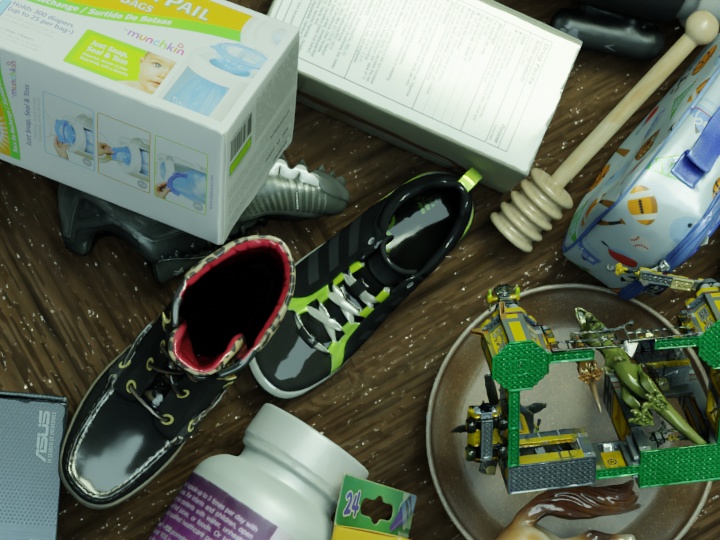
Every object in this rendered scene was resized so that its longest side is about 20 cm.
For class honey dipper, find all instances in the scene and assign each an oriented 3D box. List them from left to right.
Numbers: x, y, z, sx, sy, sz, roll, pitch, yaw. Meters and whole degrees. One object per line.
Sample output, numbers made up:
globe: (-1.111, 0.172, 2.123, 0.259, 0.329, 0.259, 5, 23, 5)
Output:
honey dipper: (0.166, -0.095, 1.658, 0.038, 0.038, 0.200, 43, 103, -1)

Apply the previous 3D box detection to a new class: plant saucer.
plant saucer: (0.139, 0.110, 1.670, 0.199, 0.037, 0.202, 1, 84, -8)

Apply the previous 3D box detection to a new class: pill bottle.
pill bottle: (-0.082, 0.190, 1.596, 0.112, 0.112, 0.201, 34, 82, -3)

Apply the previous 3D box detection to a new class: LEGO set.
LEGO set: (0.152, 0.059, 1.592, 0.199, 0.116, 0.155, -12, 123, -3)

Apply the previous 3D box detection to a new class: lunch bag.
lunch bag: (0.218, -0.074, 1.625, 0.075, 0.160, 0.200, 37, 68, -3)

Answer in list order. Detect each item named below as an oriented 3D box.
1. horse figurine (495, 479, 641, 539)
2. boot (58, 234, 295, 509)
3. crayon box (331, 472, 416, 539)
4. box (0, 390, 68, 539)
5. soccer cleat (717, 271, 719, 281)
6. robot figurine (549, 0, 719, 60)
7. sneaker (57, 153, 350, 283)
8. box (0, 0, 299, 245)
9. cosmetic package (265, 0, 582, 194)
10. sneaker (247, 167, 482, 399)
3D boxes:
horse figurine: (0.117, 0.223, 1.616, 0.132, 0.050, 0.201, 16, 87, -10)
boot: (-0.111, 0.059, 1.548, 0.073, 0.151, 0.200, 44, 78, 0)
crayon box: (0.014, 0.239, 1.593, 0.051, 0.126, 0.201, 8, 82, 25)
box: (-0.273, 0.175, 1.605, 0.157, 0.051, 0.201, 6, 83, -6)
soccer cleat: (0.269, -0.015, 1.656, 0.067, 0.081, 0.201, 36, 38, -23)
robot figurine: (0.180, -0.234, 1.669, 0.199, 0.151, 0.125, 13, 56, -5)
sneaker: (-0.108, -0.035, 1.642, 0.199, 0.066, 0.091, 4, 87, -3)
box: (-0.151, -0.118, 1.578, 0.199, 0.102, 0.113, 21, 49, 13)
cosmetic package: (0.033, -0.140, 1.656, 0.199, 0.087, 0.104, 25, 80, -3)
sneaker: (0.000, 0.000, 1.640, 0.072, 0.083, 0.200, 44, 81, -1)
